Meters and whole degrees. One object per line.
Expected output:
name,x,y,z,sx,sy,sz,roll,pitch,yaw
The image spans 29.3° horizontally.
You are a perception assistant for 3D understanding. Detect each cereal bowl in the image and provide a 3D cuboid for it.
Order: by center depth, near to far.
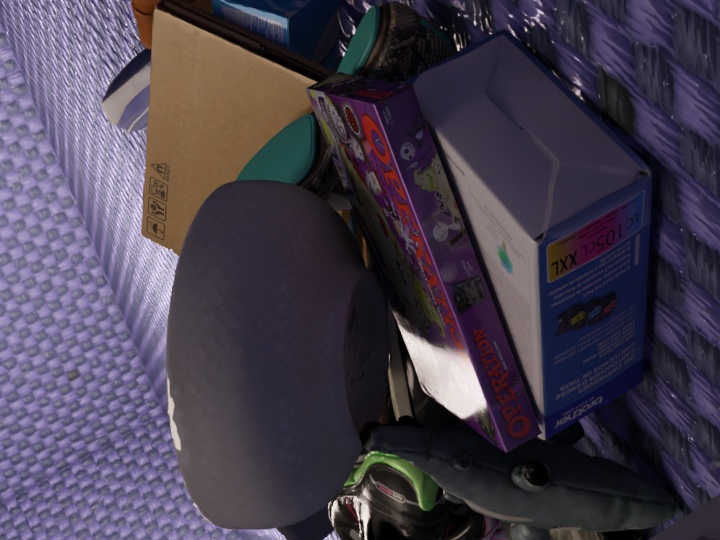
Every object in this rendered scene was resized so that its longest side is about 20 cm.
cereal bowl,-0.034,0.048,0.786,0.200,0.082,0.204,1,-90,-73

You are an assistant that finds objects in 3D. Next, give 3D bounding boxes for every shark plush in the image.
shark plush,0.090,0.107,0.801,0.199,0.092,0.083,32,166,-27

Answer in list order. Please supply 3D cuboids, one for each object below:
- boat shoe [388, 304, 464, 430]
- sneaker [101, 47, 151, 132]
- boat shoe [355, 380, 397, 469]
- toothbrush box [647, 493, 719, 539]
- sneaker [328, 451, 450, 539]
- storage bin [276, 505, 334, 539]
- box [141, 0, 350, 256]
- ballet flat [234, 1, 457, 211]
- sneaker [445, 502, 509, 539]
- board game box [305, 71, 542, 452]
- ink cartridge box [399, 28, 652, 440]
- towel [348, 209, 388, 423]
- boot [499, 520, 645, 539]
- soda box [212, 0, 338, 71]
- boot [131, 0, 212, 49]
boat shoe,0.046,0.024,0.998,0.072,0.067,0.203,-97,-1,-74
sneaker,-0.108,-0.147,1.079,0.080,0.200,0.116,-30,105,32
boat shoe,0.001,0.080,1.095,0.201,0.073,0.063,-83,-20,-54
toothbrush box,0.226,0.227,0.680,0.202,0.085,0.145,66,165,-17
sneaker,0.019,0.185,0.997,0.200,0.075,0.085,109,163,-65
storage bin,-0.030,0.157,1.250,0.145,0.199,0.135,43,167,51
box,-0.078,-0.070,0.953,0.162,0.021,0.202,26,133,16
ballet flat,-0.007,-0.080,0.846,0.200,0.075,0.069,-46,30,41
sneaker,0.083,0.180,1.078,0.081,0.086,0.201,55,163,28
board game box,0.033,-0.008,0.755,0.120,0.032,0.202,21,135,66
ink cartridge box,0.089,-0.006,0.751,0.137,0.076,0.201,53,162,38
towel,0.000,0.000,0.987,0.201,0.021,0.149,-103,12,-66
boot,0.160,0.217,0.938,0.130,0.067,0.202,23,140,59
soda box,-0.057,-0.110,0.975,0.063,0.068,0.202,20,132,22
boot,-0.143,-0.207,0.922,0.074,0.199,0.156,41,145,16
